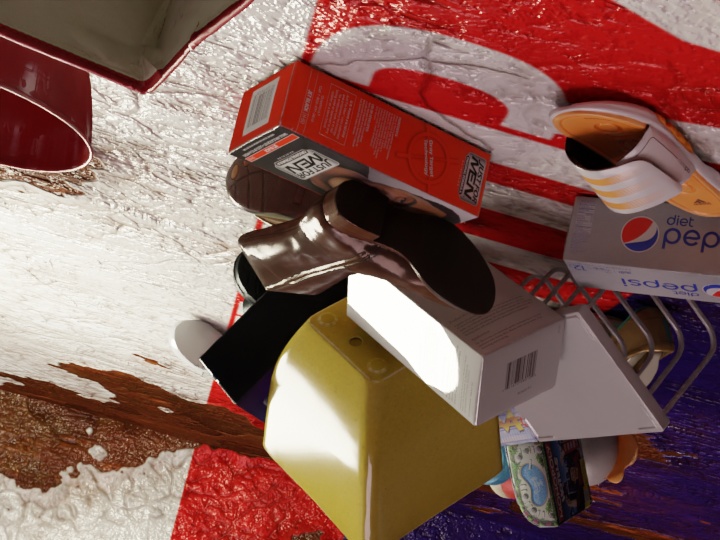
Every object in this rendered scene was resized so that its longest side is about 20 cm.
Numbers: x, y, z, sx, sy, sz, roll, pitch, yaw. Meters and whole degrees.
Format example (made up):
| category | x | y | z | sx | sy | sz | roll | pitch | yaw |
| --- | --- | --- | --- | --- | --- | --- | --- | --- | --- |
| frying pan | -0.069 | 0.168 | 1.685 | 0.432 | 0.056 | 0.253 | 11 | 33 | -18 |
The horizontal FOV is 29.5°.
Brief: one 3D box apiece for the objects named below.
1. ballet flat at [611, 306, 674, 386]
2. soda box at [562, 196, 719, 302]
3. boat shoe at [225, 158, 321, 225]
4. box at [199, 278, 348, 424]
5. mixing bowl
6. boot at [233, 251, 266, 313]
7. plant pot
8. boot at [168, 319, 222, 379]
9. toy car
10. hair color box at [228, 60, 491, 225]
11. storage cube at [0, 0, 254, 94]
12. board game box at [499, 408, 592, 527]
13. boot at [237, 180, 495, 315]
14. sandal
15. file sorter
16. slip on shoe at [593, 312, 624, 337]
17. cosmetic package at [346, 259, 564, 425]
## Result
| category | x | y | z | sx | sy | sz | roll | pitch | yaw |
| --- | --- | --- | --- | --- | --- | --- | --- | --- | --- |
| ballet flat | 0.269 | 0.121 | 1.478 | 0.068 | 0.064 | 0.201 | 3 | 138 | -31 |
| soda box | 0.280 | -0.015 | 1.179 | 0.197 | 0.064 | 0.068 | 6 | 161 | 25 |
| boat shoe | -0.029 | -0.060 | 1.292 | 0.198 | 0.077 | 0.072 | 21 | 169 | 11 |
| box | -0.059 | 0.072 | 1.503 | 0.079 | 0.200 | 0.141 | 46 | -179 | 27 |
| mixing bowl | -0.294 | -0.168 | 1.081 | 0.197 | 0.110 | 0.200 | 13 | 163 | 4 |
| boot | -0.101 | 0.037 | 1.645 | 0.198 | 0.078 | 0.167 | 17 | 161 | -33 |
| plant pot | 0.023 | 0.126 | 1.417 | 0.195 | 0.193 | 0.202 | 40 | 145 | 37 |
| boot | -0.237 | 0.130 | 2.070 | 0.095 | 0.075 | 0.199 | -9 | 153 | 39 |
| toy car | 0.260 | 0.203 | 1.731 | 0.198 | 0.180 | 0.184 | -1 | 168 | 29 |
| hair color box | 0.000 | -0.098 | 1.149 | 0.198 | 0.062 | 0.101 | 22 | 161 | -26 |
| storage cube | -0.133 | -0.219 | 0.653 | 0.198 | 0.182 | 0.170 | 22 | 162 | -22 |
| board game box | 0.195 | 0.189 | 1.569 | 0.061 | 0.203 | 0.199 | -12 | 175 | 25 |
| boot | 0.000 | 0.000 | 1.220 | 0.185 | 0.065 | 0.199 | 35 | 150 | -18 |
| sandal | 0.225 | -0.068 | 1.058 | 0.205 | 0.060 | 0.079 | 27 | 159 | -36 |
| file sorter | 0.226 | 0.069 | 1.337 | 0.139 | 0.124 | 0.199 | 52 | 153 | -11 |
| slip on shoe | 0.216 | 0.074 | 1.548 | 0.197 | 0.075 | 0.061 | -1 | -158 | 18 |
| cosmetic package | 0.085 | 0.042 | 1.284 | 0.107 | 0.086 | 0.200 | -20 | -140 | -30 |
